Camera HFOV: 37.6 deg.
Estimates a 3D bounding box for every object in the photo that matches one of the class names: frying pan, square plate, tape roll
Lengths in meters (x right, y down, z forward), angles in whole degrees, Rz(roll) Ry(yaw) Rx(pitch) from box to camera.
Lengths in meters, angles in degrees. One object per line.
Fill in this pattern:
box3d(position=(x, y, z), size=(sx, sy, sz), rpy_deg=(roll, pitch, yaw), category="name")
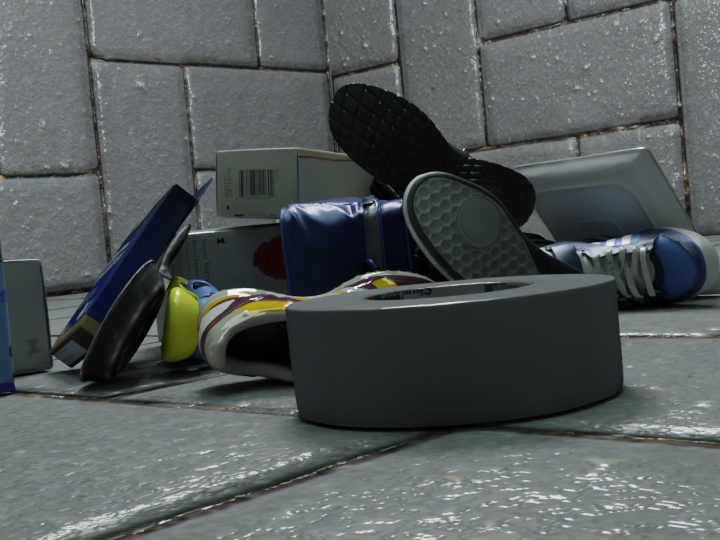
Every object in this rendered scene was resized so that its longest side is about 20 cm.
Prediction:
box3d(position=(-0.188, 0.035, 0.908), size=(0.031, 0.115, 0.190), rpy_deg=(30, 18, 1), category="frying pan")
box3d(position=(0.279, -0.041, 1.167), size=(0.028, 0.198, 0.200), rpy_deg=(-47, 23, -26), category="square plate")
box3d(position=(0.056, 0.044, 0.642), size=(0.199, 0.067, 0.200), rpy_deg=(-6, 1, 0), category="tape roll")

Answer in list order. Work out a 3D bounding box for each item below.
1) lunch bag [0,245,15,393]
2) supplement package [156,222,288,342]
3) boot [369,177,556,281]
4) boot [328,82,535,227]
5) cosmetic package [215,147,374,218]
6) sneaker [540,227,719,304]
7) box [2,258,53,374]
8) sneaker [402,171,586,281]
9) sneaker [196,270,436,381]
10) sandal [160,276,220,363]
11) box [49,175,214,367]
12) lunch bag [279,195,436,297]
box3d(position=(-0.385, 0.035, 0.821), size=(0.094, 0.151, 0.200), rpy_deg=(-4, 2, 42), category="lunch bag")
box3d(position=(-0.117, 0.011, 1.154), size=(0.199, 0.122, 0.120), rpy_deg=(-7, 3, -22), category="supplement package")
box3d(position=(0.124, -0.053, 1.198), size=(0.210, 0.158, 0.080), rpy_deg=(6, -48, -37), category="boot")
box3d(position=(0.047, -0.087, 0.930), size=(0.200, 0.070, 0.132), rpy_deg=(32, -7, -12), category="boot")
box3d(position=(-0.063, -0.092, 1.159), size=(0.103, 0.073, 0.200), rpy_deg=(1, 3, 24), category="cosmetic package")
box3d(position=(0.243, 0.008, 1.078), size=(0.146, 0.081, 0.200), rpy_deg=(-16, 11, -31), category="sneaker")
box3d(position=(-0.404, 0.049, 1.051), size=(0.127, 0.110, 0.200), rpy_deg=(-7, 2, -36), category="box")
box3d(position=(0.086, -0.005, 0.873), size=(0.202, 0.077, 0.146), rpy_deg=(36, -15, -23), category="sneaker")
box3d(position=(-0.020, 0.049, 0.789), size=(0.199, 0.075, 0.090), rpy_deg=(-7, 17, -11), category="sneaker")
box3d(position=(-0.136, 0.050, 0.958), size=(0.087, 0.080, 0.200), rpy_deg=(6, 5, -12), category="sandal")
box3d(position=(-0.216, -0.007, 1.004), size=(0.032, 0.200, 0.121), rpy_deg=(37, -30, -14), category="box")
box3d(position=(0.000, 0.000, 0.970), size=(0.132, 0.137, 0.200), rpy_deg=(-6, 4, -1), category="lunch bag")
